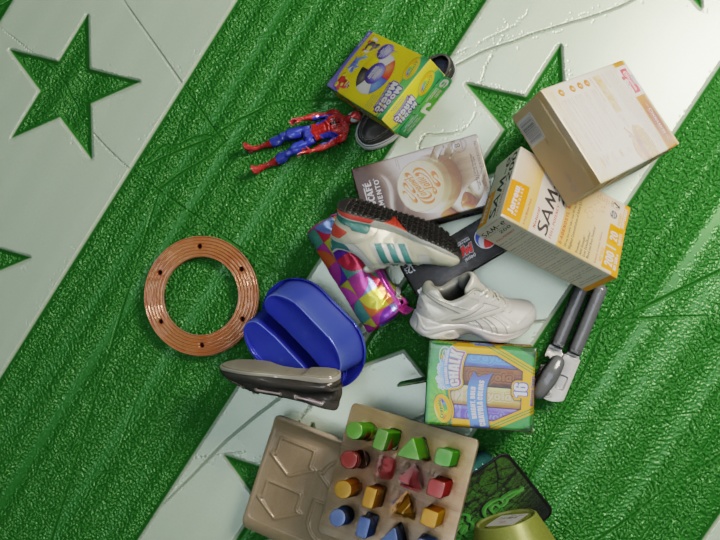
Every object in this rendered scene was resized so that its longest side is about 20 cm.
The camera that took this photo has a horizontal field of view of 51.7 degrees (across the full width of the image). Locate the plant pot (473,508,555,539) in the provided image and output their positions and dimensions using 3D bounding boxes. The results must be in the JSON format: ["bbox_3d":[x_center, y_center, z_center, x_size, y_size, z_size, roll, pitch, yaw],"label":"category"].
[{"bbox_3d":[0.235,0.456,1.066,0.187,0.187,0.200,-16,83,8],"label":"plant pot"}]

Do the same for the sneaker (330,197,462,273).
[{"bbox_3d":[0.049,-0.034,1.107,0.200,0.070,0.093,19,119,-4],"label":"sneaker"}]

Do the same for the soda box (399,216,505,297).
[{"bbox_3d":[0.163,-0.029,1.151,0.200,0.071,0.063,-30,83,6],"label":"soda box"}]

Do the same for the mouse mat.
[{"bbox_3d":[0.177,0.376,1.124,0.200,0.008,0.161,-36,115,7],"label":"mouse mat"}]

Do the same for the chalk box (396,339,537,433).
[{"bbox_3d":[0.157,0.166,1.118,0.200,0.125,0.124,4,88,8],"label":"chalk box"}]

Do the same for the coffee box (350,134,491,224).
[{"bbox_3d":[0.099,-0.126,1.161,0.200,0.080,0.114,-15,86,8],"label":"coffee box"}]

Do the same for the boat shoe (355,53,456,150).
[{"bbox_3d":[0.068,-0.273,1.184,0.200,0.057,0.069,-42,82,5],"label":"boat shoe"}]

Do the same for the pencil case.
[{"bbox_3d":[0.000,0.000,1.171,0.088,0.088,0.200,-36,83,6],"label":"pencil case"}]

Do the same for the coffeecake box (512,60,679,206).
[{"bbox_3d":[0.342,-0.203,1.076,0.200,0.073,0.154,-25,81,-32],"label":"coffeecake box"}]

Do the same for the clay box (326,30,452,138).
[{"bbox_3d":[0.042,-0.287,1.139,0.115,0.048,0.200,-51,43,4],"label":"clay box"}]

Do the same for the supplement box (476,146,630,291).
[{"bbox_3d":[0.283,-0.073,1.080,0.200,0.074,0.126,25,65,-12],"label":"supplement box"}]

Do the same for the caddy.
[{"bbox_3d":[-0.085,0.106,1.171,0.200,0.105,0.141,46,119,8],"label":"caddy"}]

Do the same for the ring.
[{"bbox_3d":[-0.265,0.043,1.242,0.200,0.019,0.201,-1,87,9],"label":"ring"}]

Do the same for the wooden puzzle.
[{"bbox_3d":[-0.076,0.349,1.184,0.185,0.046,0.200,18,95,15],"label":"wooden puzzle"}]

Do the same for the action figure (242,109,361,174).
[{"bbox_3d":[-0.091,-0.216,1.209,0.200,0.052,0.065,-20,80,8],"label":"action figure"}]

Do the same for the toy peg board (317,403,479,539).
[{"bbox_3d":[0.045,0.311,1.064,0.200,0.098,0.199,13,81,19],"label":"toy peg board"}]

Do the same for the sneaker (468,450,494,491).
[{"bbox_3d":[0.109,0.318,1.146,0.200,0.071,0.080,-30,87,7],"label":"sneaker"}]

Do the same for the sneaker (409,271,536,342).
[{"bbox_3d":[0.177,0.050,1.109,0.200,0.078,0.099,-1,119,-17],"label":"sneaker"}]

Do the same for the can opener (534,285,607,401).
[{"bbox_3d":[0.319,0.108,1.129,0.053,0.066,0.200,23,86,9],"label":"can opener"}]

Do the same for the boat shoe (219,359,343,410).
[{"bbox_3d":[-0.122,0.172,1.108,0.200,0.067,0.057,3,101,21],"label":"boat shoe"}]
